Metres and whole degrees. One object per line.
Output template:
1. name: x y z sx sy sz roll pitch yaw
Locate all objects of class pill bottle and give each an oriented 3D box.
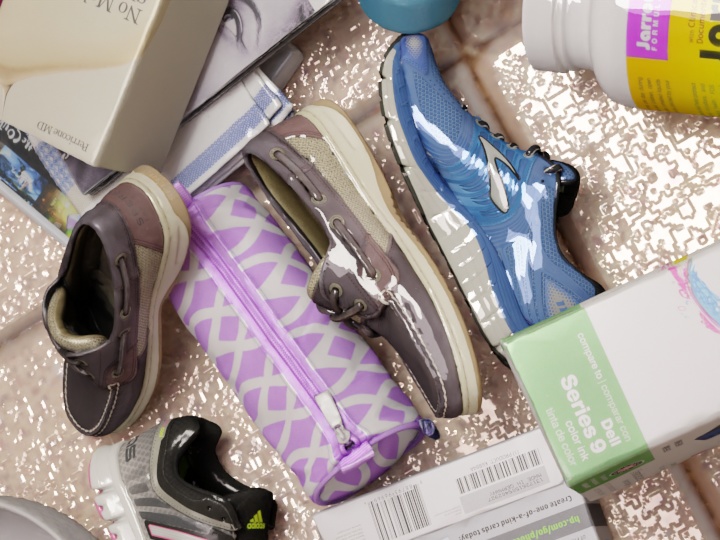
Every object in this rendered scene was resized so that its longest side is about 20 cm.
1. pill bottle: 0.192 -0.134 1.271 0.199 0.104 0.105 7 88 21

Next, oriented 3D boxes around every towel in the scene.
1. towel: -0.143 -0.122 1.414 0.147 0.024 0.200 -41 72 15

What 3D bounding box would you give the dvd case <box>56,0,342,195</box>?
1. dvd case: -0.121 -0.160 1.386 0.200 0.016 0.149 -36 73 17

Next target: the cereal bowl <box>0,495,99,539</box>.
1. cereal bowl: -0.204 0.228 1.391 0.200 0.083 0.201 -1 89 27

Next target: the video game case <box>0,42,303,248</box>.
1. video game case: -0.159 -0.114 1.443 0.200 0.023 0.182 39 98 18

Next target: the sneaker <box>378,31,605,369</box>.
1. sneaker: 0.075 -0.048 1.332 0.089 0.079 0.200 -27 79 1

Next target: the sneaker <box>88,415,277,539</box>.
1. sneaker: -0.079 0.167 1.361 0.087 0.074 0.200 -38 69 20

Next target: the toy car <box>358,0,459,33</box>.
1. toy car: 0.063 -0.269 1.315 0.200 0.185 0.177 -27 59 -15

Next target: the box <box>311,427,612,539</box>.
1. box: 0.077 0.204 1.318 0.156 0.041 0.200 -23 77 17

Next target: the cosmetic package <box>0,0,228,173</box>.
1. cosmetic package: -0.134 -0.164 1.343 0.103 0.073 0.200 24 96 25

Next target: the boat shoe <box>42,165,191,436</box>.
1. boat shoe: -0.150 0.025 1.356 0.072 0.065 0.200 49 140 24

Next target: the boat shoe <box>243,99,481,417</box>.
1. boat shoe: 0.000 0.000 1.307 0.065 0.072 0.200 -24 73 -15

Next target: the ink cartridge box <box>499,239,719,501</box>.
1. ink cartridge box: 0.184 0.038 1.218 0.200 0.145 0.088 -26 78 4

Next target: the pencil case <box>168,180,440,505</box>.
1. pencil case: -0.046 0.042 1.354 0.084 0.085 0.200 -42 72 10

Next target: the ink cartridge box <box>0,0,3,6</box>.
1. ink cartridge box: -0.240 -0.220 1.394 0.095 0.037 0.200 23 108 12
